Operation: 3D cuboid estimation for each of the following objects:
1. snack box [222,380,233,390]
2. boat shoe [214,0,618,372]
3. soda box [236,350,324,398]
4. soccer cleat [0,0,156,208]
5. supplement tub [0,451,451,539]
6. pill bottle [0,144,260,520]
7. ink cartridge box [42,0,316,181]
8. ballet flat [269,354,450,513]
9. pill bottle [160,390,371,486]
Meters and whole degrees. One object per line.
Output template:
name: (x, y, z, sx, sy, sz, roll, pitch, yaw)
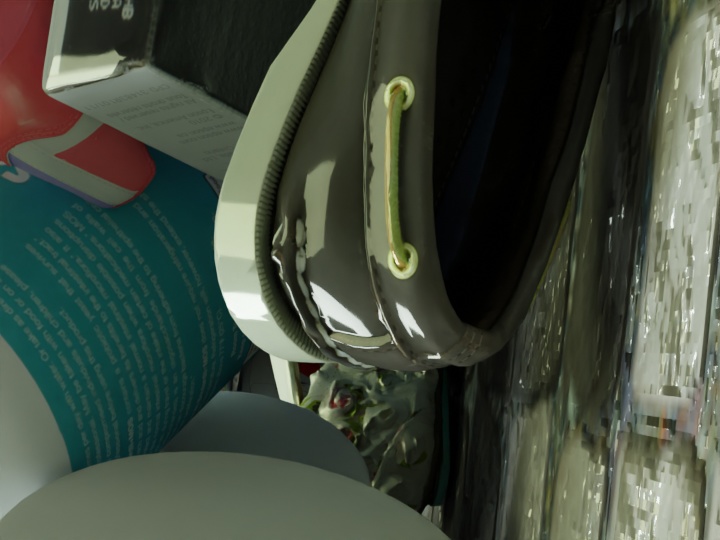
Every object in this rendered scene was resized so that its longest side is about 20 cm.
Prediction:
snack box: (-0.080, 0.063, 0.969, 0.200, 0.053, 0.143, -88, 3, -62)
boat shoe: (0.031, -0.073, 0.509, 0.060, 0.072, 0.202, 5, 73, 43)
soda box: (-0.028, 0.130, 0.984, 0.064, 0.068, 0.201, -89, 6, -54)
soccer cleat: (-0.066, -0.110, 0.651, 0.067, 0.076, 0.201, -18, 43, 39)
supplement tub: (-0.042, 0.163, 0.602, 0.140, 0.140, 0.201, -92, 9, -65)
pill bottle: (-0.101, 0.018, 0.655, 0.200, 0.110, 0.111, -46, -26, -44)
ink cartridge box: (0.003, -0.111, 0.656, 0.200, 0.047, 0.199, 24, -114, -49)
ballet flat: (0.000, 0.000, 0.816, 0.201, 0.064, 0.076, -87, 3, -46)
pill bottle: (-0.045, 0.146, 0.745, 0.114, 0.113, 0.201, -90, 1, -58)
